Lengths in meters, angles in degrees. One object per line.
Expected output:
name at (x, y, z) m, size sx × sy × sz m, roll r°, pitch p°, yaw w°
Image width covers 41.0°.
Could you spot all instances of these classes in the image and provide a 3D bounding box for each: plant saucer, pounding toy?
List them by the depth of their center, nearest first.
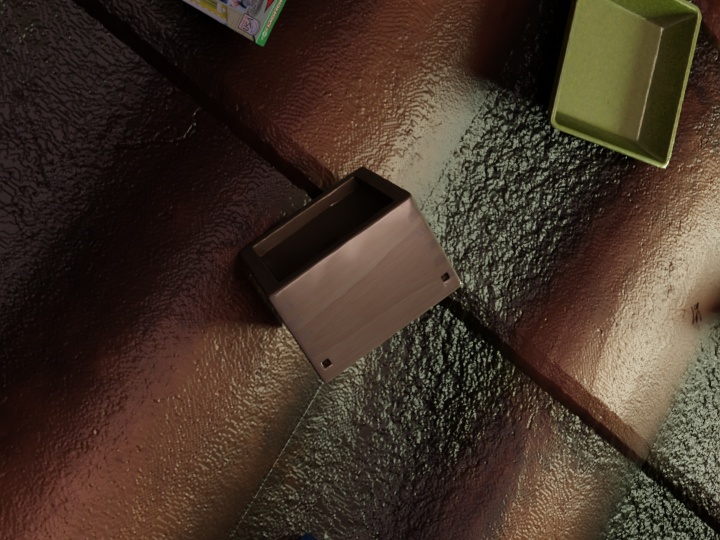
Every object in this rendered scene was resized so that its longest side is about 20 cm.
pounding toy at (0.000, 0.000, 0.944) m, size 0.183 × 0.200 × 0.143 m, roll -35°, pitch 112°, yaw -6°
plant saucer at (0.305, -0.244, 1.149) m, size 0.197 × 0.048 × 0.204 m, roll 13°, pitch 90°, yaw -30°

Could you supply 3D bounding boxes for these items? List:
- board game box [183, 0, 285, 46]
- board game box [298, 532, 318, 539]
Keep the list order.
board game box at (-0.099, -0.322, 0.848) m, size 0.133 × 0.029 × 0.202 m, roll 29°, pitch 100°, yaw 6°
board game box at (-0.073, 0.420, 1.011) m, size 0.199 × 0.056 × 0.198 m, roll -37°, pitch 113°, yaw -21°
